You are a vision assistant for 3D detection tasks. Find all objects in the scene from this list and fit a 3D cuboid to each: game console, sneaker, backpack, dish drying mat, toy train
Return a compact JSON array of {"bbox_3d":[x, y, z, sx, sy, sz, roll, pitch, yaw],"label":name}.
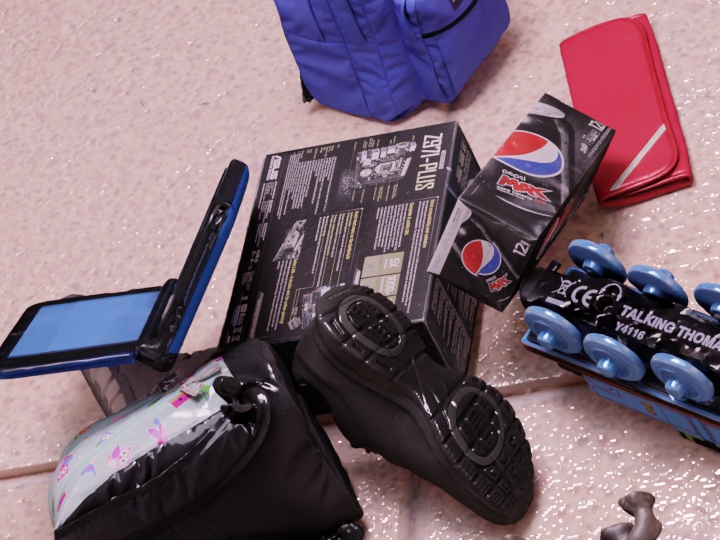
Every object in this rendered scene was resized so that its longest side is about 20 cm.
[{"bbox_3d":[-0.166,-0.003,1.597,0.200,0.118,0.172,-88,22,-77],"label":"game console"},{"bbox_3d":[-0.146,0.073,1.709,0.115,0.075,0.200,-29,52,-9],"label":"sneaker"},{"bbox_3d":[-0.117,0.152,1.563,0.199,0.167,0.127,-29,22,3],"label":"backpack"},{"bbox_3d":[0.204,-0.127,1.754,0.076,0.018,0.201,-19,43,11],"label":"dish drying mat"},{"bbox_3d":[0.022,-0.244,1.827,0.167,0.200,0.163,10,53,34],"label":"backpack"},{"bbox_3d":[0.196,0.053,1.510,0.199,0.114,0.087,20,67,39],"label":"toy train"},{"bbox_3d":[0.036,0.101,1.542,0.200,0.091,0.076,46,46,7],"label":"sneaker"}]

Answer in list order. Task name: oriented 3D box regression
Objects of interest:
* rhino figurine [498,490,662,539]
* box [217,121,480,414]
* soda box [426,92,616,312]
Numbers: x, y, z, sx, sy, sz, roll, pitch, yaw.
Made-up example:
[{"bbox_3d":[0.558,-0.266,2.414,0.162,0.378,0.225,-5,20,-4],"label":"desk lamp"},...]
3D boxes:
[{"bbox_3d":[0.107,0.216,1.437,0.199,0.060,0.088,-22,53,11],"label":"rhino figurine"},{"bbox_3d":[0.000,0.000,1.671,0.163,0.086,0.201,-10,45,21],"label":"box"},{"bbox_3d":[0.118,-0.052,1.617,0.063,0.071,0.200,28,33,8],"label":"soda box"}]
